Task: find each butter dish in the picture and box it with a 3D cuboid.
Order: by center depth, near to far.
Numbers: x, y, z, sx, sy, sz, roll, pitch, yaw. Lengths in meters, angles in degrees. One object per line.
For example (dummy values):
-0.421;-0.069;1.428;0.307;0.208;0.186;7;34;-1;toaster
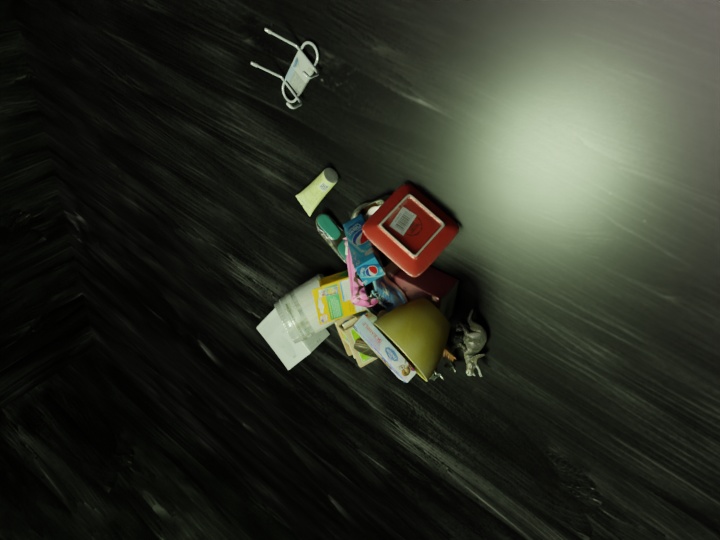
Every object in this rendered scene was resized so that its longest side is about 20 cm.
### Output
0.124;-0.086;1.452;0.199;0.200;0.149;41;160;11;butter dish

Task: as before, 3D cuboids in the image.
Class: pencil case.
0.000;0.000;1.595;0.090;0.092;0.206;-25;65;41;pencil case

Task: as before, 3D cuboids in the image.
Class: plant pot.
0.148;0.157;1.409;0.200;0.142;0.200;46;174;6;plant pot

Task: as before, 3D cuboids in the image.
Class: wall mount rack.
-0.201;-0.547;1.488;0.175;0.074;0.200;50;137;4;wall mount rack

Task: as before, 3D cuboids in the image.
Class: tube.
-0.133;-0.239;1.659;0.199;0.051;0.060;-37;50;52;tube

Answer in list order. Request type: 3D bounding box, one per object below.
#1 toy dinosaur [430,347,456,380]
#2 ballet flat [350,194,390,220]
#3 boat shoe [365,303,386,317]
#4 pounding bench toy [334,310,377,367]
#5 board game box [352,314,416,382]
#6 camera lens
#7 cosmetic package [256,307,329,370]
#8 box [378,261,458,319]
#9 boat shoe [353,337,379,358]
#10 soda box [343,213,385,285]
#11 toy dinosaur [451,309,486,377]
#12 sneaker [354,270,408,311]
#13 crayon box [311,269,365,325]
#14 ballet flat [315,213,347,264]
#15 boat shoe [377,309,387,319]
0.214;0.240;1.602;0.099;0.200;0.139;-20;101;2;toy dinosaur
0.021;-0.158;1.557;0.198;0.063;0.069;-24;96;48;ballet flat
0.094;0.120;1.629;0.197;0.076;0.066;36;164;-7;boat shoe
0.039;0.182;1.735;0.127;0.196;0.156;67;167;-14;pounding bench toy
0.059;0.210;1.487;0.200;0.041;0.200;47;173;5;board game box
-0.162;0.121;1.787;0.163;0.197;0.160;59;175;9;camera lens
-0.247;0.219;2.007;0.201;0.123;0.199;51;138;0;cosmetic package
0.160;0.062;1.545;0.196;0.109;0.131;26;132;26;box
0.073;0.223;1.640;0.195;0.070;0.072;16;157;-17;boat shoe
0.008;-0.058;1.461;0.063;0.202;0.068;-28;128;9;soda box
0.311;0.188;1.536;0.099;0.077;0.206;13;116;13;toy dinosaur
0.051;0.064;1.496;0.201;0.090;0.078;51;137;-1;sneaker
-0.050;0.072;1.684;0.052;0.194;0.129;-129;25;-60;crayon box
-0.064;-0.087;1.691;0.201;0.072;0.072;50;138;4;ballet flat
0.113;0.200;1.575;0.200;0.062;0.074;47;139;8;boat shoe
